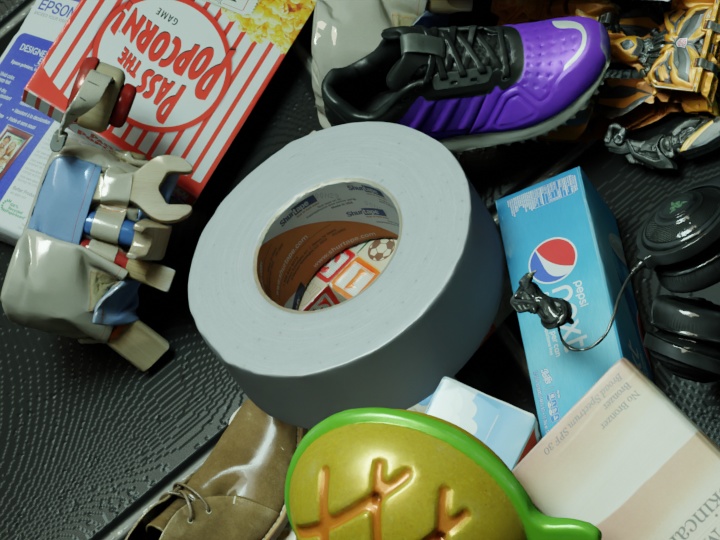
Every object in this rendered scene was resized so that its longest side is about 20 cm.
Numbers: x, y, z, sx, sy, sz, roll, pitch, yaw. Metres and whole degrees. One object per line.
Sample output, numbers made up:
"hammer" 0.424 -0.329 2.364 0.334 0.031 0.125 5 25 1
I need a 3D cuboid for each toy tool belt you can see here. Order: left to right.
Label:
"toy tool belt" -0.169 -0.038 1.767 0.125 0.122 0.201 -87 17 -77
"toy tool belt" 0.034 -0.191 1.781 0.122 0.125 0.201 3 60 4

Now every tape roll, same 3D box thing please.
"tape roll" -0.009 0.002 1.612 0.199 0.066 0.201 -15 49 18

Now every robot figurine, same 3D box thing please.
"robot figurine" 0.174 -0.139 1.679 0.199 0.058 0.146 2 66 34

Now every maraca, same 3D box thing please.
"maraca" 0.048 0.153 1.407 0.199 0.138 0.107 28 36 7

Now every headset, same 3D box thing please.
"headset" 0.195 0.007 1.507 0.199 0.124 0.094 -12 16 -22

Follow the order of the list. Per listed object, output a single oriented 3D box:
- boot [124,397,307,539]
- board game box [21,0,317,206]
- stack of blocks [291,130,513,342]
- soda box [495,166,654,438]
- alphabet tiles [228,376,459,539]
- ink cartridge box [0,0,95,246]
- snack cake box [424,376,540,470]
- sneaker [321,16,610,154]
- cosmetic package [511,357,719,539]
"boot" -0.100 0.159 1.647 0.073 0.075 0.201 15 75 45
"board game box" -0.135 -0.172 1.849 0.201 0.151 0.046 -60 5 -11
"stack of blocks" 0.000 0.000 1.694 0.115 0.059 0.200 -46 47 -11
"soda box" 0.141 0.038 1.583 0.064 0.068 0.201 -21 52 18
"alphabet tiles" -0.012 0.133 1.659 0.195 0.015 0.200 -42 48 3
"ink cartridge box" -0.226 -0.109 1.931 0.197 0.047 0.201 20 72 41
"snack cake box" 0.041 0.179 1.519 0.067 0.115 0.201 23 74 17
"sneaker" 0.063 -0.128 1.639 0.199 0.100 0.070 -18 55 20
"cosmetic package" 0.191 0.158 1.420 0.103 0.087 0.200 -47 68 2
